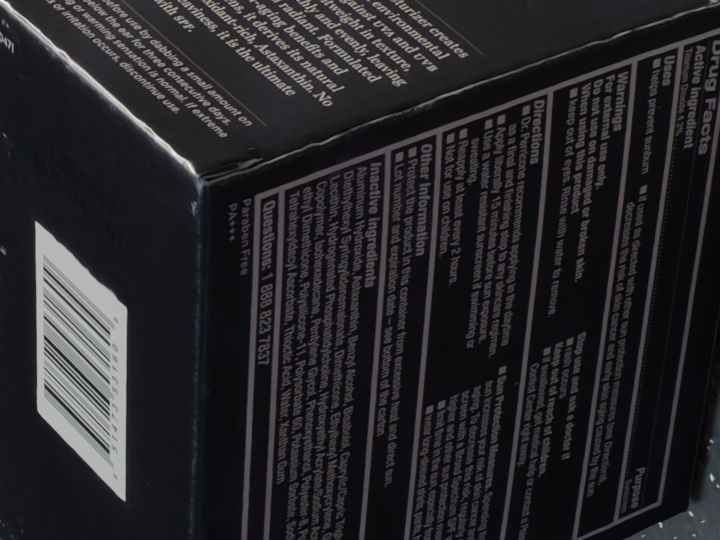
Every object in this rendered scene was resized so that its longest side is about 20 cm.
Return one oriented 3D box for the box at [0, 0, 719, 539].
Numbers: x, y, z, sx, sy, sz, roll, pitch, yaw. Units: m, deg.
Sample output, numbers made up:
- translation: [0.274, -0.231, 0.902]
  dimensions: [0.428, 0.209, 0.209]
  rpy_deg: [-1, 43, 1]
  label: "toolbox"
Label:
- translation: [0.000, 0.000, 0.854]
  dimensions: [0.123, 0.197, 0.201]
  rpy_deg: [41, 139, 40]
  label: "box"
